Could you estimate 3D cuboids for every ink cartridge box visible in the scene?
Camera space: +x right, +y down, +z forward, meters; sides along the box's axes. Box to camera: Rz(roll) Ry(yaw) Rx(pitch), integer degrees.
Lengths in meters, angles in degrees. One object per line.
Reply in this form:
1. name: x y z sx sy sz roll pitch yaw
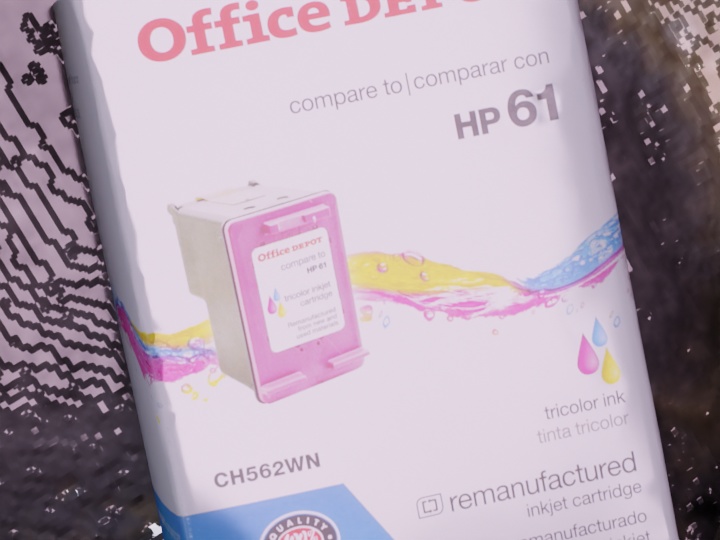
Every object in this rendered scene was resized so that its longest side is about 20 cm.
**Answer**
1. ink cartridge box: 0.000 0.000 0.798 0.144 0.085 0.200 -12 94 -7

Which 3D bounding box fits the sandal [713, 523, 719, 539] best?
1. sandal: 0.143 0.001 0.822 0.054 0.082 0.200 22 90 -1
